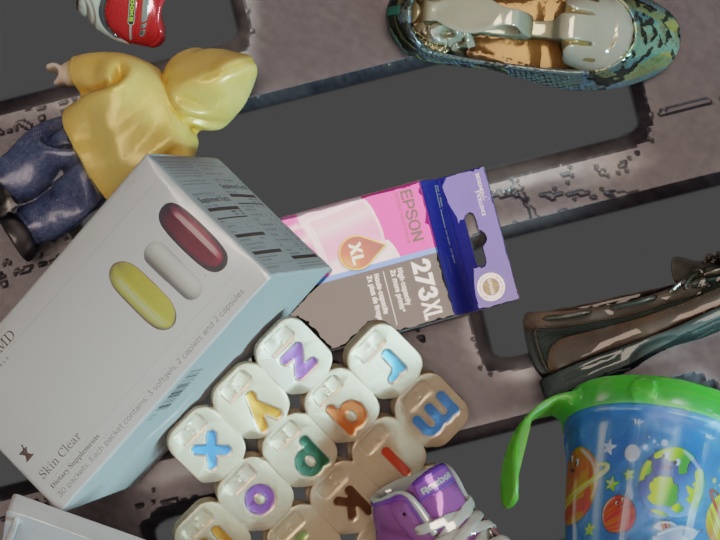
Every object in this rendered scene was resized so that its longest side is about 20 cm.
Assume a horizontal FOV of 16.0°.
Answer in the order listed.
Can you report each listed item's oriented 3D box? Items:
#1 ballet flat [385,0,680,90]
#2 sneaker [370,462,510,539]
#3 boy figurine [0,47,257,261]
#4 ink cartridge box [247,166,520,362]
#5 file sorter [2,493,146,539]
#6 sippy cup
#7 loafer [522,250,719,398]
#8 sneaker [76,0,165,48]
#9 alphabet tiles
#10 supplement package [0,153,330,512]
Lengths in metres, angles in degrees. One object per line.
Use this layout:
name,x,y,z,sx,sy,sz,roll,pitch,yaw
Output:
ballet flat,0.116,-0.159,1.697,0.198,0.074,0.075,2,87,0
sneaker,0.071,0.183,1.605,0.072,0.200,0.115,-29,115,-32
boy figurine,-0.160,-0.093,1.696,0.199,0.064,0.125,-34,86,-3
ink cartridge box,0.000,0.000,1.707,0.198,0.037,0.095,-15,87,-3
file sorter,-0.179,0.260,1.592,0.138,0.201,0.125,19,53,1
sippy cup,0.186,0.153,1.629,0.176,0.140,0.131,0,63,25
loafer,0.202,0.020,1.689,0.199,0.072,0.063,-24,81,1
sneaker,-0.112,-0.239,1.707,0.085,0.077,0.201,30,94,-10
alphabet tiles,-0.026,0.131,1.674,0.200,0.015,0.196,-46,113,-2
supplement package,-0.139,0.036,1.620,0.111,0.156,0.200,43,100,9
